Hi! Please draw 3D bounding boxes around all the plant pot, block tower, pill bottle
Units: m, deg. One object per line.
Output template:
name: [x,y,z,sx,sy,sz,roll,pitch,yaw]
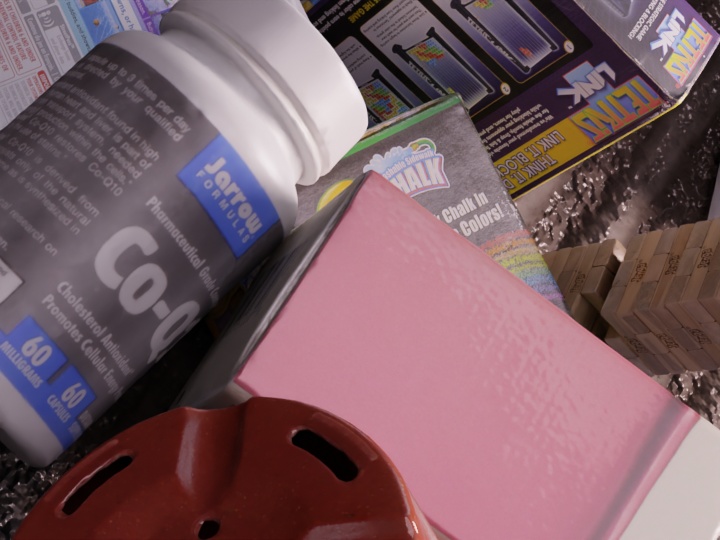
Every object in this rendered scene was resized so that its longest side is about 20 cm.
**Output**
plant pot: [-0.028,0.162,0.661,0.201,0.200,0.196,-56,143,-31]
block tower: [0.136,0.020,0.944,0.058,0.200,0.054,45,56,-29]
pill bottle: [-0.098,-0.026,0.770,0.200,0.114,0.114,-45,99,-14]

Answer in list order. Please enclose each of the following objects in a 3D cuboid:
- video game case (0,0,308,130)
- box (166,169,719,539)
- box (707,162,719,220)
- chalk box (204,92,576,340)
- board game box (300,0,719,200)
video game case: [-0.138,-0.150,0.846,0.182,0.022,0.201,-24,86,-15]
box: [0.036,0.070,0.765,0.200,0.128,0.109,36,69,-9]
box: [0.324,-0.058,1.137,0.200,0.097,0.177,29,59,-20]
chalk box: [0.000,0.000,0.912,0.124,0.124,0.201,-26,87,-32]
board game box: [0.053,-0.120,0.935,0.165,0.200,0.057,42,57,-13]
